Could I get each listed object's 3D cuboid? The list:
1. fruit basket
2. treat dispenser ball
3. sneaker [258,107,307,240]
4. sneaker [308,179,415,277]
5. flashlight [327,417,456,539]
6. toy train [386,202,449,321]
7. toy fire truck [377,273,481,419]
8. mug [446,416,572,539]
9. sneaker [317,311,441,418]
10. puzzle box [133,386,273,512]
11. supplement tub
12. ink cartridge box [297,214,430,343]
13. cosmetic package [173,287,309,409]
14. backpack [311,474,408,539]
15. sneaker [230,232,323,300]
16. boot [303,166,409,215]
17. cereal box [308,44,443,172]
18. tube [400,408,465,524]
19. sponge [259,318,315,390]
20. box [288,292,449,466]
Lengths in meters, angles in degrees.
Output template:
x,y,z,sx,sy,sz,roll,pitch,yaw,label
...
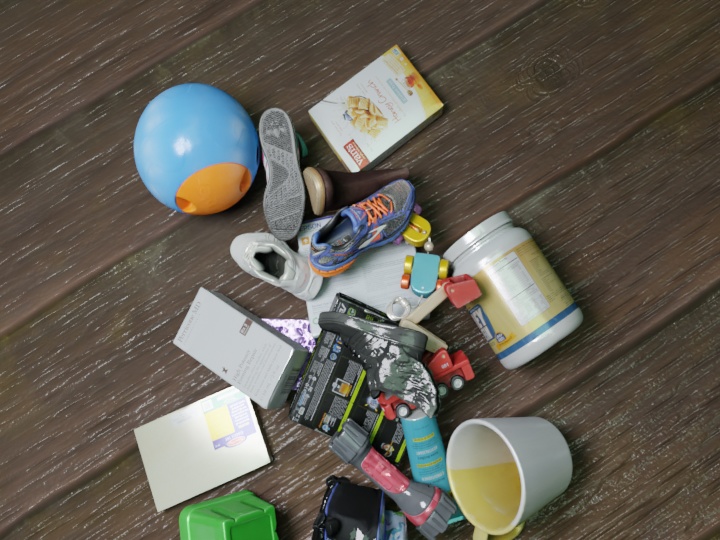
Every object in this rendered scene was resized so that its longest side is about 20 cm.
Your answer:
x,y,z,sx,sy,sz,roll,pitch,yaw,label
-0.214,0.446,0.900,0.212,0.153,0.224,-2,88,46,fruit basket
-0.260,-0.192,0.974,0.194,0.201,0.208,-1,79,3,treat dispenser ball
-0.128,-0.156,1.007,0.081,0.121,0.207,-3,97,1,sneaker
0.004,-0.069,0.904,0.199,0.079,0.076,-40,68,-10,sneaker
0.045,0.294,0.872,0.199,0.068,0.068,41,94,2,flashlight
0.053,-0.020,0.951,0.147,0.056,0.203,-29,67,-3,toy train
0.096,0.109,0.874,0.196,0.049,0.144,-26,100,0,toy fire truck
0.218,0.292,0.888,0.149,0.188,0.152,-3,51,-35,mug
0.021,0.125,0.831,0.194,0.060,0.108,10,81,20,sneaker
-0.250,0.279,0.972,0.195,0.025,0.137,-22,78,-1,puzzle box
0.229,0.029,0.932,0.142,0.145,0.203,-32,78,-3,supplement tub
0.000,0.000,0.994,0.193,0.041,0.206,-11,66,-1,ink cartridge box
-0.187,0.120,0.951,0.196,0.074,0.104,28,88,19,cosmetic package
-0.009,0.426,0.852,0.142,0.183,0.207,14,92,3,backpack
-0.150,-0.023,0.963,0.196,0.099,0.080,21,86,37,sneaker
-0.003,-0.140,0.951,0.161,0.200,0.075,-17,90,-2,boot
0.026,-0.274,1.055,0.198,0.040,0.145,-37,79,-4,cereal box
0.105,0.297,0.913,0.075,0.051,0.206,-14,106,4,tube
-0.071,0.138,0.986,0.193,0.030,0.116,1,78,3,sponge
0.012,0.165,0.925,0.188,0.048,0.205,22,95,-8,box
